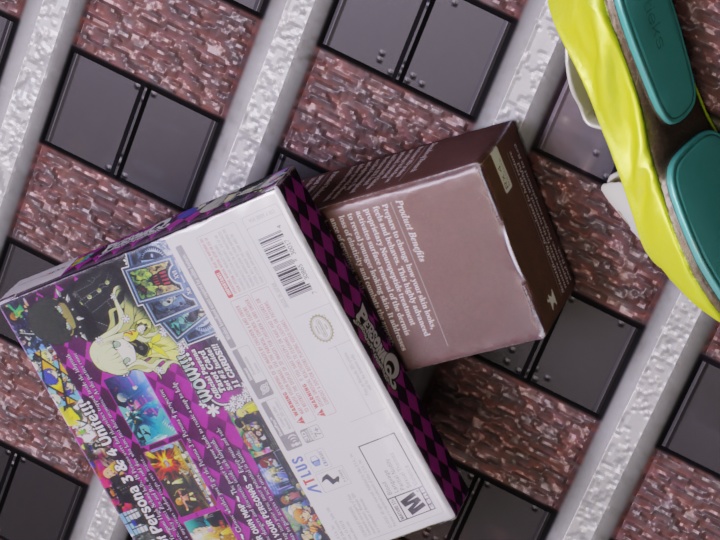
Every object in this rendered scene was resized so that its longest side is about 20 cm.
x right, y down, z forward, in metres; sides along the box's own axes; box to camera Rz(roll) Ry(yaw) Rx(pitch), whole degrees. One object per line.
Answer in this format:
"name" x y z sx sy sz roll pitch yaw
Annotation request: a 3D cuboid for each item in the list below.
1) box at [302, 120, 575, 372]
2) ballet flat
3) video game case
"box" 0.000 0.000 1.539 0.199 0.075 0.101 -14 108 26
"ballet flat" 0.145 -0.065 1.472 0.067 0.067 0.201 -8 109 45
"video game case" -0.066 0.066 1.530 0.181 0.036 0.201 -22 105 26
